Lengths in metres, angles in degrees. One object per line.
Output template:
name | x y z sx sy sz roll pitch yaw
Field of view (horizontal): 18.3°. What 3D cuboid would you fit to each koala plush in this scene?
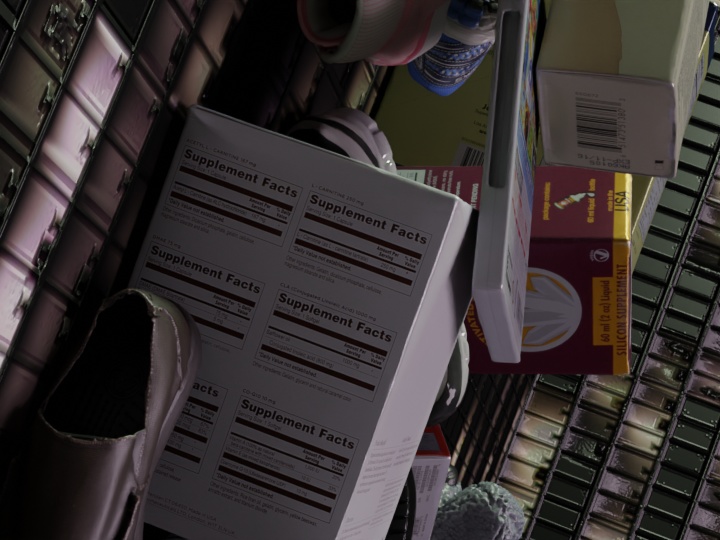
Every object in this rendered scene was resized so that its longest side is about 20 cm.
koala plush | 0.031 0.218 1.835 0.184 0.177 0.200 -59 171 5

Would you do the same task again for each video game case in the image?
video game case | 0.081 -0.066 1.186 0.143 0.018 0.201 66 29 -71

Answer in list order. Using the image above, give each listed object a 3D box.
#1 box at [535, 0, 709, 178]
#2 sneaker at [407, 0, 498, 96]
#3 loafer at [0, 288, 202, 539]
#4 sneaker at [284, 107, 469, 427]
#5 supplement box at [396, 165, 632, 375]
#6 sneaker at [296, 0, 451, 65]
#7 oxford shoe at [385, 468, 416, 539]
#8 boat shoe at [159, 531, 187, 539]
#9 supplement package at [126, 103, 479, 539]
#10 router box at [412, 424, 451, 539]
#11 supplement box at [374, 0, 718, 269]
box | 0.157 -0.162 1.264 0.095 0.077 0.201 77 24 -56
sneaker | 0.050 -0.171 1.393 0.200 0.077 0.086 -80 -165 -64
loafer | -0.132 0.093 1.015 0.071 0.073 0.201 71 32 -65
sneaker | 0.000 0.000 1.313 0.201 0.073 0.080 67 20 8
supplement box | 0.075 0.000 1.437 0.086 0.198 0.111 -81 168 -53
sneaker | -0.001 -0.152 1.238 0.104 0.076 0.200 -26 178 -19
oxford shoe | 0.002 0.126 1.380 0.084 0.072 0.201 66 25 -75
boat shoe | -0.093 0.174 1.371 0.200 0.070 0.091 93 11 -66
supplement package | -0.036 0.039 1.162 0.191 0.146 0.201 17 93 -80
router box | 0.001 0.147 1.585 0.180 0.049 0.201 -111 -154 -50
supplement box | 0.127 -0.112 1.574 0.134 0.199 0.201 50 61 -79
